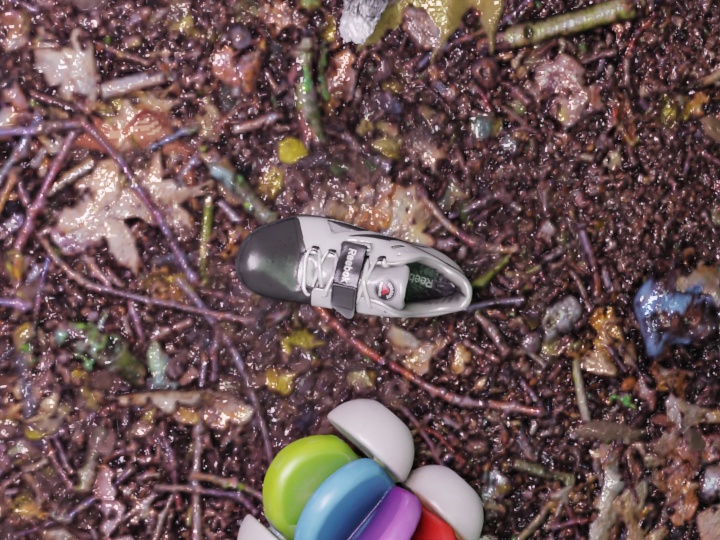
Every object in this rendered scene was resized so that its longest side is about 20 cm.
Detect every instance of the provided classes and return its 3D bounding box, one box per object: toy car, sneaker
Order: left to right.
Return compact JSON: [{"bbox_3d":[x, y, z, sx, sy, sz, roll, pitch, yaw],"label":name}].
[{"bbox_3d":[0.000,0.000,1.351,0.197,0.088,0.075,5,97,-19],"label":"sneaker"},{"bbox_3d":[0.011,0.218,1.350,0.200,0.150,0.175,44,82,-19],"label":"toy car"}]

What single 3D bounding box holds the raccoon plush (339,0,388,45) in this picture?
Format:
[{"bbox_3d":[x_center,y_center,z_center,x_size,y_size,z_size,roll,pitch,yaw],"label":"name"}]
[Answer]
[{"bbox_3d":[-0.007,-0.295,1.310,0.133,0.097,0.202,26,89,-13],"label":"raccoon plush"}]
